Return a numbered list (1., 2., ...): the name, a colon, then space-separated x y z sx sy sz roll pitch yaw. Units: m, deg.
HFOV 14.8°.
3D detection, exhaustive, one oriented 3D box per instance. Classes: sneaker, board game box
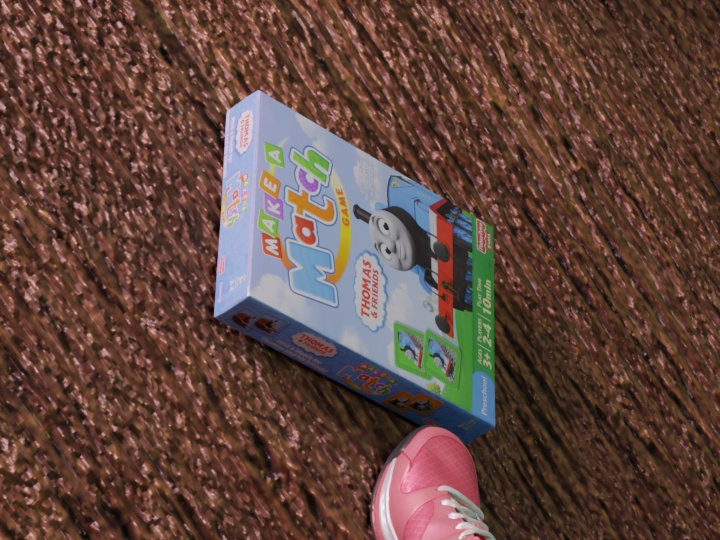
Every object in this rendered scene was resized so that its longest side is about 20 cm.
1. sneaker: 0.057 0.170 1.577 0.074 0.087 0.201 33 44 -31
2. board game box: 0.000 0.000 1.671 0.199 0.037 0.152 28 47 -33
